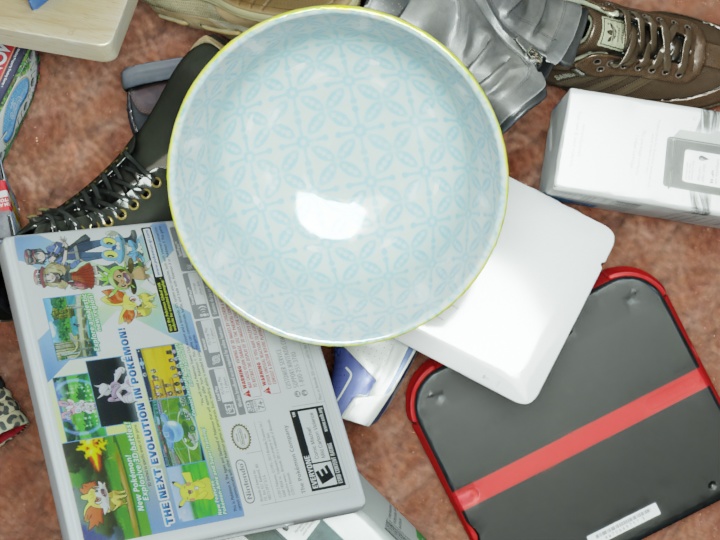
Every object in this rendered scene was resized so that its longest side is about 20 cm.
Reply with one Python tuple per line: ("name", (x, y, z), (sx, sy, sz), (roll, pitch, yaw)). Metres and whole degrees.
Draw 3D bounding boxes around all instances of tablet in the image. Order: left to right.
("tablet", (0.051, -0.014, 0.968), (0.200, 0.014, 0.130), (28, 83, 3))

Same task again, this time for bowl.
("bowl", (-0.011, -0.065, 0.904), (0.199, 0.108, 0.201), (1, 106, 2))

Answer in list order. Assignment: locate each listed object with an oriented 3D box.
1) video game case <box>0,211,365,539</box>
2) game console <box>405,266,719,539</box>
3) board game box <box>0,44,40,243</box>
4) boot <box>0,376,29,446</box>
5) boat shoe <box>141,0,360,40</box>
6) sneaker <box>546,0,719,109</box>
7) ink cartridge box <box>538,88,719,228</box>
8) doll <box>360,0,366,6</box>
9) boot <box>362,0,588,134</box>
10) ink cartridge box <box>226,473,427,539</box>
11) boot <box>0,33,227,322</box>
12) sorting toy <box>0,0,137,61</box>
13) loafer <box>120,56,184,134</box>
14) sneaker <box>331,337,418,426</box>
("video game case", (-0.106, 0.064, 0.887), (0.182, 0.022, 0.200), (-7, 68, -28))
("game console", (0.148, 0.110, 1.031), (0.200, 0.031, 0.177), (-27, 94, 2))
("board game box", (-0.296, -0.074, 0.999), (0.199, 0.062, 0.200), (16, 64, 8))
("boot", (-0.341, 0.086, 1.018), (0.203, 0.073, 0.154), (-30, 84, -2))
("boat shoe", (-0.074, -0.186, 0.976), (0.200, 0.065, 0.071), (20, 70, 35))
("sneaker", (0.171, -0.146, 1.002), (0.199, 0.076, 0.071), (6, 90, 2))
("ink cartridge box", (0.224, -0.066, 0.981), (0.199, 0.116, 0.067), (9, 90, 1))
("doll", (0.024, -0.204, 1.016), (0.136, 0.048, 0.201), (20, 93, 21))
("boot", (0.090, -0.192, 0.947), (0.131, 0.070, 0.200), (29, 80, -4))
("ink cartridge box", (-0.032, 0.169, 0.976), (0.200, 0.147, 0.083), (45, 91, 3))
("boot", (-0.150, -0.050, 0.936), (0.077, 0.138, 0.200), (37, 119, 30))
("sorting toy", (-0.230, -0.250, 0.968), (0.199, 0.070, 0.199), (11, 64, 8))
("loafer", (-0.068, -0.116, 0.998), (0.199, 0.072, 0.063), (-3, 92, 25))
("sneaker", (0.000, -0.001, 1.014), (0.115, 0.081, 0.200), (22, 84, 5))
